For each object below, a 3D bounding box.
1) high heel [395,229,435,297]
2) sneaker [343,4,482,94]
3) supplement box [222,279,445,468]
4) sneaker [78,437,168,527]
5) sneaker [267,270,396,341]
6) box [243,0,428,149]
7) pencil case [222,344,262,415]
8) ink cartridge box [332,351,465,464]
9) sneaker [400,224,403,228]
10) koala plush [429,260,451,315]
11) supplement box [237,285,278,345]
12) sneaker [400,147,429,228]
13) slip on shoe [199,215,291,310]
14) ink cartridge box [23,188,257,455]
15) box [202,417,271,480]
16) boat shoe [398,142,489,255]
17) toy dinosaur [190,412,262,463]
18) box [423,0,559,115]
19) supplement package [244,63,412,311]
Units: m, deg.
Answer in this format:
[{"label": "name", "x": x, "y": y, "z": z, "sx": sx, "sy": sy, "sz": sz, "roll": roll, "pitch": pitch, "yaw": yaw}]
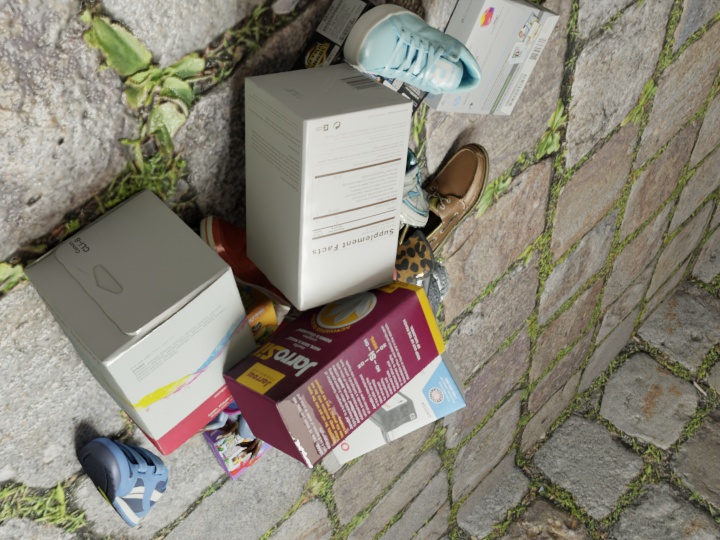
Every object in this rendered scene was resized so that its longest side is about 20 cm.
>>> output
[{"label": "high heel", "x": 0.000, "y": 0.000, "z": 1.039, "sx": 0.071, "sy": 0.199, "sz": 0.144, "roll": -36, "pitch": 135, "yaw": -61}, {"label": "sneaker", "x": 0.067, "y": -0.225, "z": 0.841, "sx": 0.199, "sy": 0.082, "sz": 0.074, "roll": -12, "pitch": 132, "yaw": -51}, {"label": "supplement box", "x": -0.025, "y": 0.094, "z": 0.826, "sx": 0.200, "sy": 0.110, "sz": 0.086, "roll": -37, "pitch": 119, "yaw": -27}, {"label": "sneaker", "x": -0.289, "y": 0.247, "z": 0.997, "sx": 0.082, "sy": 0.074, "sz": 0.200, "roll": -39, "pitch": 158, "yaw": -24}, {"label": "sneaker", "x": -0.048, "y": 0.028, "z": 0.912, "sx": 0.200, "sy": 0.074, "sz": 0.087, "roll": -44, "pitch": 126, "yaw": -24}, {"label": "box", "x": -0.013, "y": -0.184, "z": 0.906, "sx": 0.199, "sy": 0.050, "sz": 0.200, "roll": -55, "pitch": 153, "yaw": 10}, {"label": "pencil case", "x": -0.094, "y": 0.120, "z": 0.979, "sx": 0.199, "sy": 0.088, "sz": 0.089, "roll": -7, "pitch": 130, "yaw": -55}, {"label": "ink cartridge box", "x": 0.026, "y": 0.156, "z": 1.119, "sx": 0.199, "sy": 0.146, "sz": 0.084, "roll": -27, "pitch": -169, "yaw": 10}, {"label": "sneaker", "x": -0.023, "y": -0.055, "z": 1.035, "sx": 0.199, "sy": 0.078, "sz": 0.082, "roll": -14, "pitch": 143, "yaw": -38}, {"label": "koala plush", "x": 0.063, "y": 0.079, "z": 1.225, "sx": 0.177, "sy": 0.183, "sz": 0.201, "roll": -2, "pitch": 116, "yaw": -56}, {"label": "supplement box", "x": -0.142, "y": 0.090, "z": 1.027, "sx": 0.066, "sy": 0.069, "sz": 0.201, "roll": -41, "pitch": 149, "yaw": -21}, {"label": "sneaker", "x": 0.049, "y": -0.106, "z": 0.966, "sx": 0.087, "sy": 0.077, "sz": 0.200, "roll": -61, "pitch": 160, "yaw": 13}, {"label": "slip on shoe", "x": -0.108, "y": -0.013, "z": 0.914, "sx": 0.061, "sy": 0.074, "sz": 0.200, "roll": -27, "pitch": 144, "yaw": 22}, {"label": "ink cartridge box", "x": -0.206, "y": 0.054, "z": 0.801, "sx": 0.144, "sy": 0.145, "sz": 0.201, "roll": -39, "pitch": 151, "yaw": -21}, {"label": "box", "x": -0.139, "y": 0.212, "z": 1.207, "sx": 0.200, "sy": 0.039, "sz": 0.137, "roll": -39, "pitch": 150, "yaw": -22}, {"label": "boat shoe", "x": 0.123, "y": -0.097, "z": 1.190, "sx": 0.068, "sy": 0.072, "sz": 0.201, "roll": -8, "pitch": 130, "yaw": -54}, {"label": "toy dinosaur", "x": -0.166, "y": 0.149, "z": 1.012, "sx": 0.199, "sy": 0.105, "sz": 0.182, "roll": -22, "pitch": 133, "yaw": -28}, {"label": "box", "x": 0.173, "y": -0.287, "z": 1.070, "sx": 0.199, "sy": 0.041, "sz": 0.157, "roll": -13, "pitch": 134, "yaw": -51}, {"label": "supplement package", "x": -0.037, "y": -0.085, "z": 0.797, "sx": 0.119, "sy": 0.121, "sz": 0.201, "roll": -16, "pitch": 128, "yaw": -30}]
